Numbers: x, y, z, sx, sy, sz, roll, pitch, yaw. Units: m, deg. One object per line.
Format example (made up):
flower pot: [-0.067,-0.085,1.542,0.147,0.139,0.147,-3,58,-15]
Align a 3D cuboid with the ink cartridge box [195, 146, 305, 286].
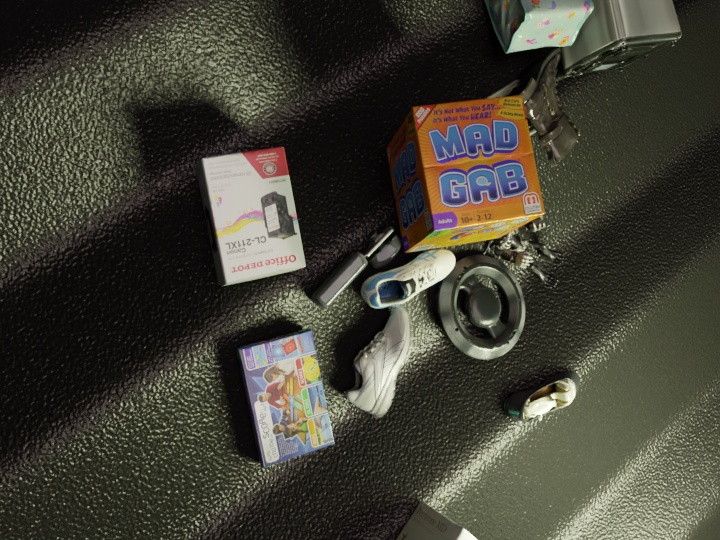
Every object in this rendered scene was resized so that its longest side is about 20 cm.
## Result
ink cartridge box: [-0.182,-0.089,1.047,0.142,0.082,0.206,-12,92,-22]

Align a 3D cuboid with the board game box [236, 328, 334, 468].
board game box: [-0.129,0.218,1.084,0.132,0.034,0.207,-12,93,-21]

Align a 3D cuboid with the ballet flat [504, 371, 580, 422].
ballet flat: [0.384,0.259,1.269,0.195,0.073,0.075,-15,94,-21]

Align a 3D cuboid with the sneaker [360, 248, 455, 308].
sneaker: [0.096,0.020,1.154,0.196,0.072,0.074,-23,119,-17]

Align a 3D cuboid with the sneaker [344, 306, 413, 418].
sneaker: [0.036,0.159,1.135,0.085,0.074,0.205,22,80,-14]

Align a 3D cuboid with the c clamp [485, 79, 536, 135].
c clamp: [0.327,-0.298,1.284,0.196,0.027,0.175,-26,98,-21]

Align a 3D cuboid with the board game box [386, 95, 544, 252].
board game box: [0.174,-0.161,1.100,0.194,0.200,0.206,-8,83,-11]

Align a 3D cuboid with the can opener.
can opener: [0.000,0.000,1.133,0.067,0.053,0.200,46,75,-13]

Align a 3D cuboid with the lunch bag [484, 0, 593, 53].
lunch bag: [0.338,-0.550,1.245,0.165,0.123,0.205,-10,67,-17]

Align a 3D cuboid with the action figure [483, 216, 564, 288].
action figure: [0.321,-0.056,1.237,0.197,0.102,0.121,32,79,-21]

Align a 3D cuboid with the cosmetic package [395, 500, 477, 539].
cosmetic package: [0.140,0.563,1.111,0.166,0.167,0.201,43,74,-14]

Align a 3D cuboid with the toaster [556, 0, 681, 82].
toaster: [0.513,-0.484,1.284,0.195,0.180,0.122,-13,90,-22]

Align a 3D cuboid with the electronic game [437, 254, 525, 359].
electronic game: [0.239,0.071,1.230,0.194,0.041,0.207,4,79,-20]

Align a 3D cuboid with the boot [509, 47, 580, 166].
boot: [0.391,-0.332,1.277,0.174,0.069,0.201,46,65,-17]
